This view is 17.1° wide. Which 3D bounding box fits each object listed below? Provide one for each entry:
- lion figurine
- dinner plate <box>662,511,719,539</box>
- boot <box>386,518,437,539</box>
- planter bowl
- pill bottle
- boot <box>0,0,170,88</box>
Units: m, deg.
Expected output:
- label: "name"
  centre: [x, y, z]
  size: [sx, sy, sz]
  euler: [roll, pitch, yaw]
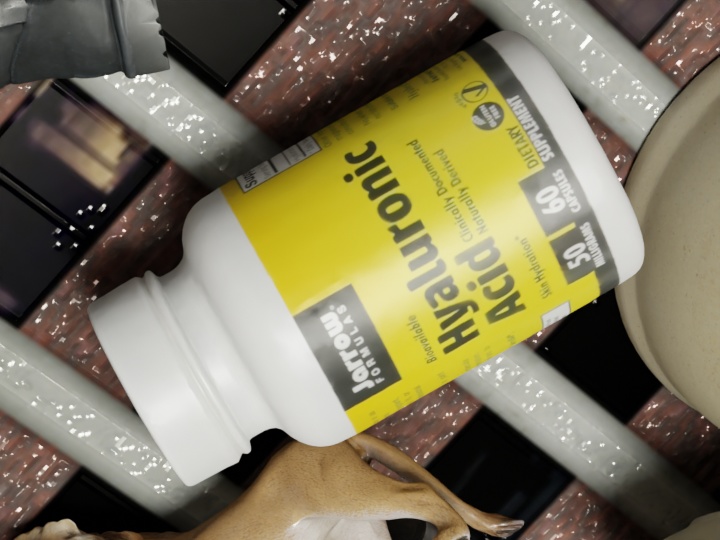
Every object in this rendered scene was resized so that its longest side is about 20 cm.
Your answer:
- label: "lion figurine"
  centre: [-0.045, 0.118, 0.981]
  size: [0.200, 0.123, 0.073]
  euler: [-30, 146, -11]
- label: "dinner plate"
  centre: [0.209, 0.112, 1.028]
  size: [0.200, 0.200, 0.024]
  euler: [-3, 79, -16]
- label: "boot"
  centre: [-0.006, 0.215, 1.074]
  size: [0.188, 0.068, 0.200]
  euler: [-37, 127, -7]
- label: "planter bowl"
  centre: [0.220, 0.006, 0.991]
  size: [0.200, 0.135, 0.201]
  euler: [-7, 116, -14]
- label: "pill bottle"
  centre: [0.000, 0.000, 0.932]
  size: [0.200, 0.111, 0.111]
  euler: [-30, 120, -2]
- label: "boot"
  centre: [-0.180, -0.128, 0.849]
  size: [0.200, 0.066, 0.165]
  euler: [-11, 110, -4]
